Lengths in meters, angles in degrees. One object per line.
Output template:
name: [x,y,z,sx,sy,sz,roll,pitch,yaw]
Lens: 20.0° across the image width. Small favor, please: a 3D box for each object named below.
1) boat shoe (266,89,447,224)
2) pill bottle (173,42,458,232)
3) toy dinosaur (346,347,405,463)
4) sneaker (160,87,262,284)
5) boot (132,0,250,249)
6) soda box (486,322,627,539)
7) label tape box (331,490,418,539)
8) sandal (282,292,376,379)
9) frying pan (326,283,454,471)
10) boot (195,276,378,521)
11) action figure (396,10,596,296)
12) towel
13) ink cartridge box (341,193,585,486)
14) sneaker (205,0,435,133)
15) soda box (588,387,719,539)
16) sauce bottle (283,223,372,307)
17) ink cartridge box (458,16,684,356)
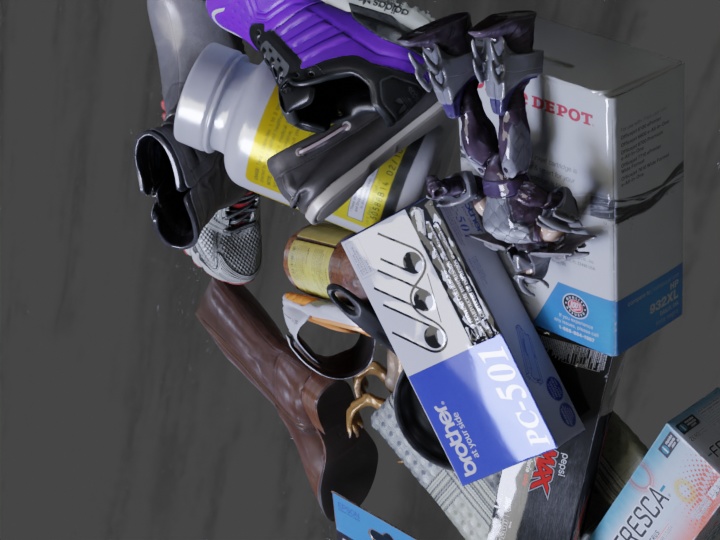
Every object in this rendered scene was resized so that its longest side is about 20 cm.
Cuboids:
boat shoe: [0.020,-0.114,1.463,0.057,0.200,0.067,48,162,7]
pill bottle: [-0.035,-0.101,1.553,0.200,0.111,0.111,21,133,7]
toy dinosaur: [0.038,0.094,1.711,0.106,0.060,0.200,-11,110,26]
sneaker: [-0.117,-0.079,1.754,0.082,0.078,0.200,14,123,44]
boot: [-0.140,-0.128,1.629,0.070,0.132,0.200,-11,108,29]
soda box: [0.146,0.128,1.521,0.063,0.071,0.200,17,112,15]
label tape box: [0.050,0.289,1.796,0.144,0.063,0.200,25,130,41]
sandal: [-0.023,0.057,1.667,0.207,0.079,0.059,-173,101,-77]
frying pan: [0.048,0.088,1.574,0.190,0.031,0.115,21,113,2]
boot: [-0.072,0.110,1.841,0.200,0.064,0.186,37,145,39]
action figure: [0.092,-0.073,1.372,0.130,0.069,0.200,4,117,45]
towel: [0.121,0.135,1.615,0.200,0.035,0.193,51,125,16]
ink cartridge box: [0.073,0.046,1.468,0.094,0.044,0.200,-27,89,37]
sneaker: [-0.040,-0.150,1.429,0.200,0.100,0.070,18,162,31]
soda box: [0.230,0.178,1.509,0.068,0.064,0.200,46,140,19]
sauce bottle: [0.000,0.000,1.632,0.200,0.066,0.066,18,128,67]
ink cartridge box: [0.148,-0.062,1.437,0.145,0.084,0.200,24,129,42]
